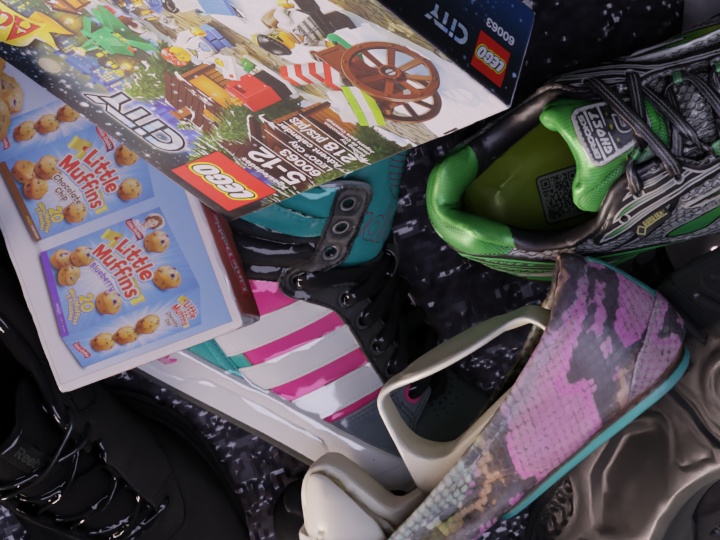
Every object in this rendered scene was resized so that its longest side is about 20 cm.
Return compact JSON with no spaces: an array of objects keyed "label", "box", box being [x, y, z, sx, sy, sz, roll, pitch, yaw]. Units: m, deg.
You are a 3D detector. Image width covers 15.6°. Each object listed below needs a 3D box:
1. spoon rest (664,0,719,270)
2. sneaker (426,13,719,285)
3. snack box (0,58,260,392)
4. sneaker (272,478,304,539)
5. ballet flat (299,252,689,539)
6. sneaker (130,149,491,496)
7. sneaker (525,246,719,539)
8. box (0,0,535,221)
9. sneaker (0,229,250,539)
[{"label":"spoon rest","box":[0.148,-0.066,0.954,0.099,0.061,0.201,-17,124,-1]},{"label":"sneaker","box":[0.111,-0.043,0.866,0.199,0.085,0.079,-27,78,28]},{"label":"snack box","box":[-0.101,-0.065,0.885,0.071,0.024,0.201,-20,91,15]},{"label":"sneaker","box":[-0.005,0.177,1.001,0.087,0.076,0.201,-22,111,6]},{"label":"ballet flat","box":[0.026,0.071,0.897,0.071,0.069,0.200,39,107,-5]},{"label":"sneaker","box":[0.000,0.000,0.938,0.199,0.084,0.121,26,113,-14]},{"label":"sneaker","box":[0.142,0.045,0.944,0.114,0.076,0.200,-23,151,-37]},{"label":"box","box":[-0.065,-0.097,0.784,0.200,0.038,0.136,36,145,-28]},{"label":"sneaker","box":[-0.111,0.064,0.936,0.076,0.091,0.200,-42,111,6]}]
